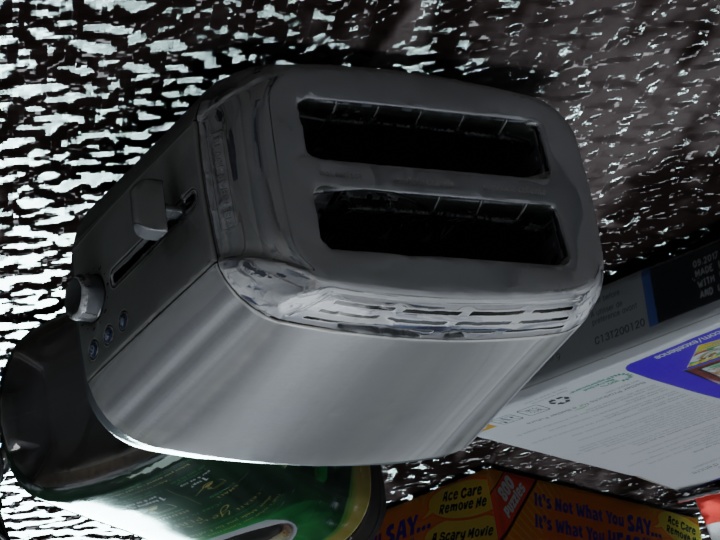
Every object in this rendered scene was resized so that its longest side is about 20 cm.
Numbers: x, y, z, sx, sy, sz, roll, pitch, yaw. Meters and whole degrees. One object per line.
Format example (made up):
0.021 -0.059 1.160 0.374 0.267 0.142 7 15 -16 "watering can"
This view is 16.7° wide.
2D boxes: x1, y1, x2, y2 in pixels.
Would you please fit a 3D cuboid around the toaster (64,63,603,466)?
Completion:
0.000 0.000 0.892 0.200 0.114 0.129 5 151 -26 "toaster"

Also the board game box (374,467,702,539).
0.075 0.249 1.378 0.200 0.200 0.200 -26 151 35 "board game box"

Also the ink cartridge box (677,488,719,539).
0.266 0.128 1.317 0.160 0.047 0.200 -15 170 15 "ink cartridge box"

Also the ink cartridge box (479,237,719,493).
0.169 0.044 1.139 0.198 0.044 0.200 -25 152 34 "ink cartridge box"

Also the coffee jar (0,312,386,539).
-0.067 0.079 1.081 0.104 0.086 0.200 -19 154 17 "coffee jar"

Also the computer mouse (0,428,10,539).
-0.258 0.118 1.131 0.199 0.053 0.139 -8 132 -12 "computer mouse"
